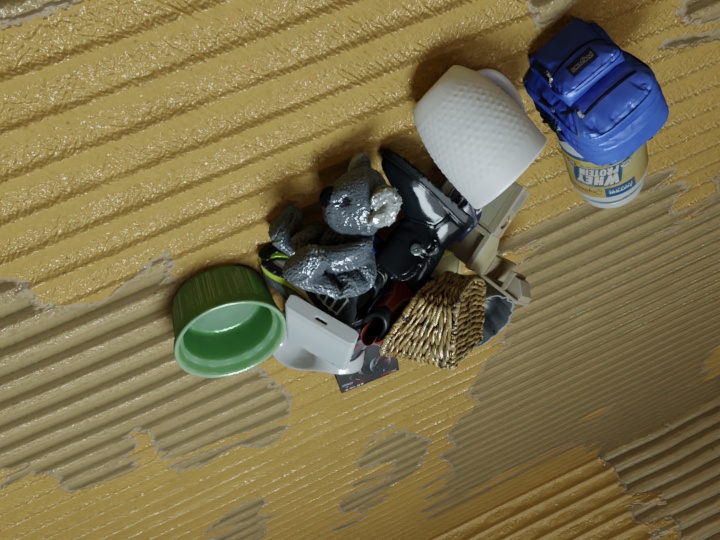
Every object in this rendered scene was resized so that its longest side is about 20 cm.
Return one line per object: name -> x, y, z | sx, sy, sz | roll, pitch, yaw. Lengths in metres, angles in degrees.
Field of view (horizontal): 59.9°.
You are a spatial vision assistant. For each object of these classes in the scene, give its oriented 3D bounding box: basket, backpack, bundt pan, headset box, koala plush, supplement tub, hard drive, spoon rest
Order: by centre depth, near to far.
backpack -> 0.359, -0.272, 0.971 | 0.162, 0.202, 0.166 | -42, 141, 20
koala plush -> -0.019, -0.077, 0.987 | 0.181, 0.178, 0.203 | 20, 111, -32
hard drive -> -0.072, 0.114, 1.100 | 0.027, 0.130, 0.201 | -59, 174, -21
basket -> 0.131, 0.073, 1.111 | 0.199, 0.145, 0.147 | -19, 114, -61
supplement tub -> 0.440, -0.218, 1.128 | 0.143, 0.146, 0.200 | -34, 142, 9
spoon rest -> -0.093, 0.161, 1.230 | 0.195, 0.061, 0.102 | 13, 116, 12
headset box -> -0.001, 0.163, 1.347 | 0.145, 0.076, 0.202 | -20, 142, -8
bundt pan -> 0.246, 0.100, 1.428 | 0.197, 0.077, 0.205 | -18, 141, -15

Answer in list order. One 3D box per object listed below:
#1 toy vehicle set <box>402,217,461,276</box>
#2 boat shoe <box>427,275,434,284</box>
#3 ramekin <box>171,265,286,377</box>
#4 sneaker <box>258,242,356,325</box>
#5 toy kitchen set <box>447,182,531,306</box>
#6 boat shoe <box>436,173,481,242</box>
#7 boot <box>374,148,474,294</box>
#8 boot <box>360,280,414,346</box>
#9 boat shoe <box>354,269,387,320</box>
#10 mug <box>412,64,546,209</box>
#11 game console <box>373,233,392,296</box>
toy vehicle set -> 0.144, -0.046, 1.239 | 0.121, 0.027, 0.202 | -20, 142, -11
boat shoe -> 0.132, 0.040, 1.256 | 0.077, 0.060, 0.199 | -56, 154, 5
ramekin -> -0.236, 0.087, 1.096 | 0.195, 0.099, 0.203 | -17, 141, -14
sneaker -> -0.091, 0.032, 1.082 | 0.074, 0.198, 0.081 | -49, 171, -28
toy kitchen set -> 0.295, -0.056, 1.201 | 0.198, 0.163, 0.183 | 14, 113, -56
boat shoe -> 0.186, -0.142, 1.089 | 0.091, 0.075, 0.202 | 26, 128, -9
boot -> 0.071, -0.077, 1.038 | 0.199, 0.077, 0.169 | 38, 99, -16
boot -> 0.028, 0.105, 1.152 | 0.145, 0.072, 0.201 | -48, 171, -38
boat shoe -> -0.030, 0.065, 1.120 | 0.198, 0.067, 0.075 | -35, 110, 26
mug -> 0.182, -0.226, 0.949 | 0.201, 0.175, 0.147 | -48, -174, -29
game console -> 0.000, 0.000, 1.186 | 0.170, 0.119, 0.200 | 40, 118, -13
